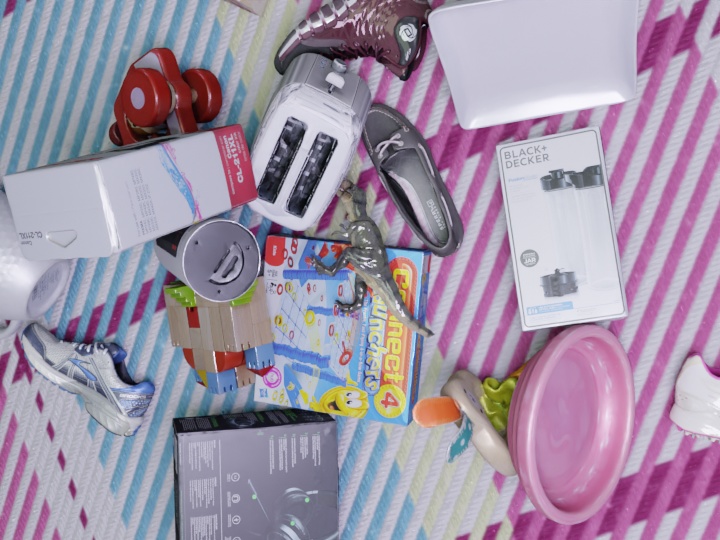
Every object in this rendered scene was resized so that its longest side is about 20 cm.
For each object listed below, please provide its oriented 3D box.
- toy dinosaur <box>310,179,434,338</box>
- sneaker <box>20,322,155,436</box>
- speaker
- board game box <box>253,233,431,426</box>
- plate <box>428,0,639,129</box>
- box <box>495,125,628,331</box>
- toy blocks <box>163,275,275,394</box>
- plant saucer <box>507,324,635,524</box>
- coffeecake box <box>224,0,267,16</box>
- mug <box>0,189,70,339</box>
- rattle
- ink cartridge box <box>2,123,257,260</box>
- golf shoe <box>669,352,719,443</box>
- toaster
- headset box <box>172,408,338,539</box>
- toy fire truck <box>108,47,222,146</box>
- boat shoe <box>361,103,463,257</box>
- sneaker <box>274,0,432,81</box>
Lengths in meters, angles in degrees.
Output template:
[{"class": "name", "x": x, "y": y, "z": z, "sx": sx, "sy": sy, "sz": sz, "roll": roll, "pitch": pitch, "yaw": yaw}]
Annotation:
[{"class": "toy dinosaur", "x": 0.000, "y": 0.000, "z": 0.890, "sx": 0.087, "sy": 0.047, "sz": 0.203, "roll": -26, "pitch": 86, "yaw": 6}, {"class": "sneaker", "x": -0.348, "y": 0.122, "z": 1.043, "sx": 0.198, "sy": 0.077, "sz": 0.086, "roll": 37, "pitch": 91, "yaw": 3}, {"class": "speaker", "x": -0.169, "y": -0.021, "z": 0.862, "sx": 0.079, "sy": 0.199, "sz": 0.083, "roll": -3, "pitch": 99, "yaw": -22}, {"class": "board game box", "x": -0.022, "y": 0.067, "z": 0.951, "sx": 0.191, "sy": 0.056, "sz": 0.205, "roll": 6, "pitch": 94, "yaw": 15}, {"class": "plate", "x": 0.182, "y": -0.226, "z": 0.822, "sx": 0.195, "sy": 0.200, "sz": 0.033, "roll": -8, "pitch": 64, "yaw": 15}, {"class": "box", "x": 0.216, "y": -0.042, "z": 0.865, "sx": 0.114, "sy": 0.060, "sz": 0.205, "roll": -8, "pitch": 83, "yaw": 15}, {"class": "toy blocks", "x": -0.166, "y": 0.081, "z": 0.948, "sx": 0.198, "sy": 0.099, "sz": 0.140, "roll": -3, "pitch": 97, "yaw": 48}, {"class": "plant saucer", "x": 0.217, "y": 0.157, "z": 0.837, "sx": 0.050, "sy": 0.198, "sz": 0.206, "roll": 5, "pitch": 95, "yaw": 47}, {"class": "coffeecake box", "x": -0.186, "y": -0.424, "z": 0.964, "sx": 0.197, "sy": 0.073, "sz": 0.156, "roll": 27, "pitch": 99, "yaw": 13}, {"class": "mug", "x": -0.479, "y": 0.000, "z": 1.037, "sx": 0.173, "sy": 0.148, "sz": 0.202, "roll": 30, "pitch": 120, "yaw": 5}, {"class": "rattle", "x": 0.153, "y": 0.133, "z": 0.829, "sx": 0.141, "sy": 0.199, "sz": 0.133, "roll": -22, "pitch": 59, "yaw": 21}, {"class": "ink cartridge box", "x": -0.221, "y": -0.081, "z": 0.791, "sx": 0.143, "sy": 0.199, "sz": 0.085, "roll": -2, "pitch": 106, "yaw": 32}, {"class": "golf shoe", "x": 0.425, "y": 0.135, "z": 0.825, "sx": 0.195, "sy": 0.075, "sz": 0.094, "roll": 4, "pitch": 90, "yaw": 14}, {"class": "toaster", "x": -0.066, "y": -0.134, "z": 0.893, "sx": 0.112, "sy": 0.130, "sz": 0.202, "roll": 26, "pitch": 114, "yaw": -8}, {"class": "headset box", "x": -0.116, "y": 0.257, "z": 0.929, "sx": 0.195, "sy": 0.093, "sz": 0.179, "roll": -2, "pitch": 92, "yaw": -17}, {"class": "toy fire truck", "x": -0.248, "y": -0.155, "z": 0.984, "sx": 0.166, "sy": 0.111, "sz": 0.204, "roll": -20, "pitch": 90, "yaw": 36}, {"class": "boat shoe", "x": 0.058, "y": -0.108, "z": 0.920, "sx": 0.066, "sy": 0.057, "sz": 0.203, "roll": -31, "pitch": 85, "yaw": 14}, {"class": "sneaker", "x": 0.001, "y": -0.254, "z": 0.922, "sx": 0.198, "sy": 0.076, "sz": 0.117, "roll": -32, "pitch": 87, "yaw": 14}]
